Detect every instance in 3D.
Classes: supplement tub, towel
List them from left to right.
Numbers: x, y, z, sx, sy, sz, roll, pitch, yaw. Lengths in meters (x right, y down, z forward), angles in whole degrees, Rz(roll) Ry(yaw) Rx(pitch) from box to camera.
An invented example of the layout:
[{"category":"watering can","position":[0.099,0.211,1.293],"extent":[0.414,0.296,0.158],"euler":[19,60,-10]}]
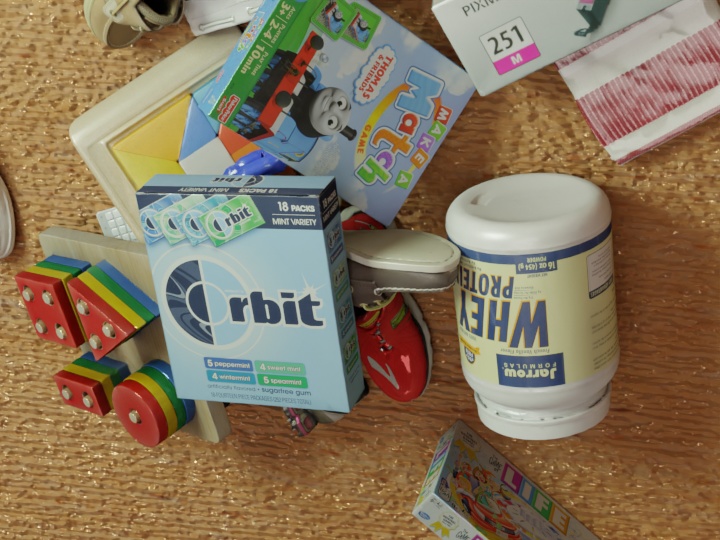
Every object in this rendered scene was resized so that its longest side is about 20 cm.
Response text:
[{"category":"supplement tub","position":[0.154,0.030,1.214],"extent":[0.143,0.145,0.202],"euler":[-1,113,16]},{"category":"towel","position":[0.227,-0.204,1.160],"extent":[0.143,0.023,0.201],"euler":[-27,105,22]}]

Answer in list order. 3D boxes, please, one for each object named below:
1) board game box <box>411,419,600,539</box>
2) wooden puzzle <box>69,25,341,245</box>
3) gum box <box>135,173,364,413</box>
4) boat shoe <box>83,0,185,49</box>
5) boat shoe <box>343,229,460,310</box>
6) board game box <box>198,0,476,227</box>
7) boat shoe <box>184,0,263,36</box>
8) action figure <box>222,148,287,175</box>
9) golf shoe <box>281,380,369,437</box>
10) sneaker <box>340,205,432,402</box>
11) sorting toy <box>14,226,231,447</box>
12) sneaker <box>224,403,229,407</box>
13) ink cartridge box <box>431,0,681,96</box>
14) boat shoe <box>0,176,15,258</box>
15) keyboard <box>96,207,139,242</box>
[{"category":"board game box","position":[0.147,0.249,1.321],"extent":[0.199,0.135,0.034],"euler":[40,118,-5]},{"category":"wooden puzzle","position":[-0.140,-0.096,1.265],"extent":[0.184,0.037,0.201],"euler":[-33,101,1]},{"category":"gum box","position":[-0.092,0.019,1.179],"extent":[0.168,0.045,0.202],"euler":[2,118,21]},{"category":"boat shoe","position":[-0.187,-0.235,1.187],"extent":[0.065,0.071,0.200],"euler":[59,154,7]},{"category":"boat shoe","position":[0.000,0.000,1.198],"extent":[0.198,0.072,0.060],"euler":[6,113,31]},{"category":"board game box","position":[-0.015,-0.149,1.168],"extent":[0.199,0.037,0.152],"euler":[30,97,-30]},{"category":"boat shoe","position":[-0.067,-0.244,1.202],"extent":[0.198,0.074,0.066],"euler":[-2,117,28]},{"category":"action figure","position":[-0.092,-0.118,1.216],"extent":[0.198,0.065,0.100],"euler":[-25,115,-2]},{"category":"golf shoe","position":[-0.054,0.075,1.308],"extent":[0.091,0.073,0.201],"euler":[-25,141,1]},{"category":"sneaker","position":[0.010,0.041,1.293],"extent":[0.076,0.085,0.202],"euler":[-11,109,21]},{"category":"sorting toy","position":[-0.236,0.072,1.328],"extent":[0.197,0.069,0.202],"euler":[10,125,44]},{"category":"sneaker","position":[-0.115,0.046,1.339],"extent":[0.114,0.075,0.203],"euler":[-1,112,13]},{"category":"ink cartridge box","position":[0.144,-0.257,1.102],"extent":[0.198,0.044,0.174],"euler":[-24,120,20]},{"category":"boat shoe","position":[-0.401,-0.094,1.356],"extent":[0.070,0.069,0.202],"euler":[-11,111,18]},{"category":"keyboard","position":[-0.204,0.027,1.389],"extent":[0.056,0.011,0.202],"euler":[-12,110,20]}]
